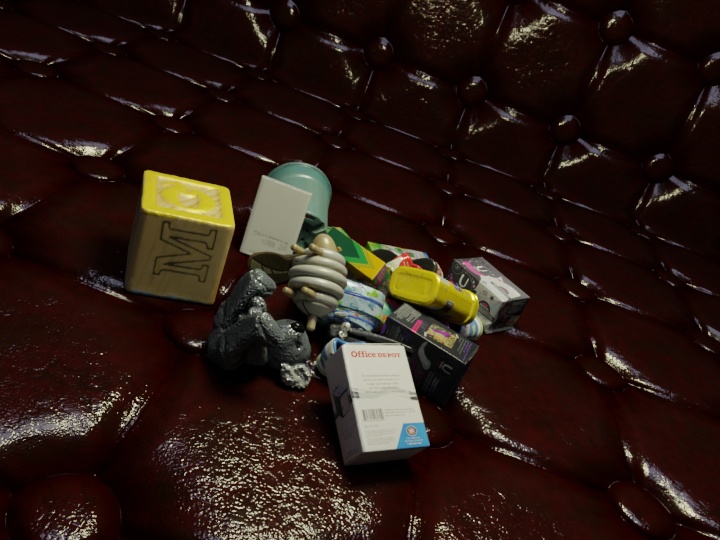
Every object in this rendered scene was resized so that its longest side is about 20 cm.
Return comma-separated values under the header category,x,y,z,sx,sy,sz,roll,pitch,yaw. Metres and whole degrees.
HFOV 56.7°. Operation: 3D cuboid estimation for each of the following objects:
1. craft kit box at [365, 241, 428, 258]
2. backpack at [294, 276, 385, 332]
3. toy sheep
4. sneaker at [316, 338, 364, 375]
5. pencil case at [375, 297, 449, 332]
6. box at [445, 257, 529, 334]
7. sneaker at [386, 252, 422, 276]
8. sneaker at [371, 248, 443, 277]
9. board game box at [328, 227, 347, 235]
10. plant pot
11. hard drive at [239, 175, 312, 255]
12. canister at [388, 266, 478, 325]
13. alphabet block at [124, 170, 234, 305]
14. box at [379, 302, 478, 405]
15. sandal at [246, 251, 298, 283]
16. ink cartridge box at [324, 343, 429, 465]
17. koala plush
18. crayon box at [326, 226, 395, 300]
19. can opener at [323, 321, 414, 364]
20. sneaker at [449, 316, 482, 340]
category,x,y,z,sx,sy,sz,roll,pitch,yaw
craft kit box,0.124,0.002,1.882,0.195,0.049,0.201,13,28,-23
backpack,-0.043,0.073,1.510,0.197,0.163,0.156,3,72,-14
toy sheep,-0.090,0.022,1.361,0.136,0.203,0.138,12,-14,3
sneaker,0.011,0.199,1.370,0.197,0.083,0.074,19,40,-4
pencil case,0.112,0.130,1.601,0.197,0.089,0.089,19,27,-4
box,0.341,0.064,1.851,0.131,0.116,0.200,-4,37,-41
sneaker,0.126,0.029,1.681,0.077,0.085,0.201,46,-8,35
sneaker,0.123,-0.003,1.785,0.199,0.068,0.108,9,-13,26
board game box,-0.052,-0.063,1.884,0.095,0.030,0.201,2,36,-36
plant pot,-0.168,-0.154,1.799,0.198,0.202,0.197,12,36,-18
hard drive,-0.213,-0.121,1.675,0.130,0.202,0.027,19,18,-5
canister,0.174,0.060,1.593,0.147,0.088,0.199,13,-9,39
alphabet block,-0.395,-0.072,1.452,0.194,0.202,0.196,10,30,-23
box,0.141,0.181,1.481,0.199,0.123,0.106,32,28,17
sandal,-0.199,-0.015,1.637,0.198,0.083,0.054,-8,23,-43
ink cartridge box,0.028,0.246,1.241,0.145,0.086,0.202,4,57,-31
koala plush,-0.180,0.137,1.323,0.199,0.184,0.179,29,28,-36
crayon box,0.000,0.000,1.649,0.172,0.058,0.200,37,-12,25
can opener,0.019,0.158,1.434,0.197,0.079,0.064,9,53,9
sneaker,0.228,0.107,1.737,0.082,0.075,0.200,-7,38,-40
